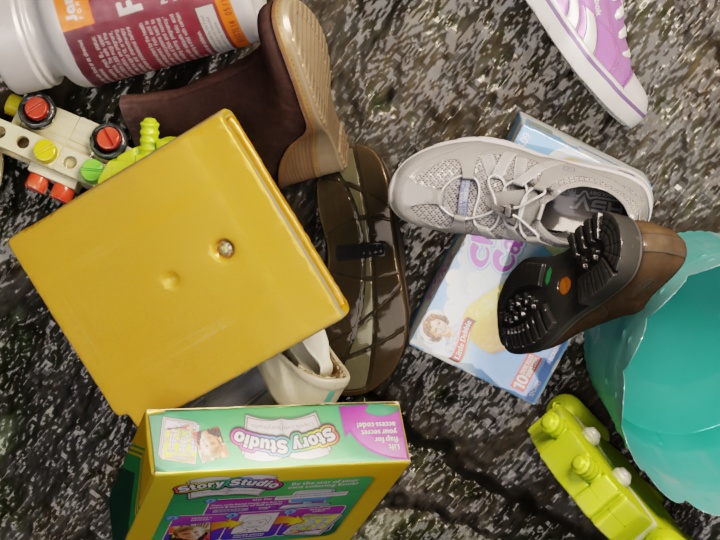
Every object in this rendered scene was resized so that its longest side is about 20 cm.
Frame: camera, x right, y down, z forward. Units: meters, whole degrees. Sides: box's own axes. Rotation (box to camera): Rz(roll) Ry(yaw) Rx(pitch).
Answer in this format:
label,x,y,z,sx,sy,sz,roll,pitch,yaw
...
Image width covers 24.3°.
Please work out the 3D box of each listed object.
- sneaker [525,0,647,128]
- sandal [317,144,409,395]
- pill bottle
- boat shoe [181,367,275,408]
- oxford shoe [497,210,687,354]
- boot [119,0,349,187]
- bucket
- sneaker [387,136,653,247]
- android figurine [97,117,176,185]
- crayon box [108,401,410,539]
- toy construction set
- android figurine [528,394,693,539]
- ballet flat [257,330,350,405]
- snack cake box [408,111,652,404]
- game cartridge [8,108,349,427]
label,x,y,z,sx,sy,sz,roll,pitch,yaw
sneaker,0.187,-0.213,1.270,0.114,0.073,0.201,-33,100,8
sandal,0.000,0.000,1.348,0.082,0.055,0.200,-5,89,14
pill bottle,-0.179,-0.205,1.269,0.200,0.114,0.114,-14,103,6
boat shoe,-0.123,0.120,1.383,0.201,0.070,0.072,-37,75,17
oxford shoe,0.167,0.019,1.224,0.084,0.200,0.073,5,71,-26
boot,-0.104,-0.127,1.261,0.166,0.072,0.200,-1,147,10
bucket,0.276,0.070,1.288,0.207,0.135,0.207,-2,107,-8
sneaker,0.120,-0.056,1.239,0.200,0.082,0.075,2,104,4
android figurine,-0.140,-0.016,1.272,0.182,0.041,0.200,7,104,10
crayon box,-0.083,0.164,1.307,0.200,0.058,0.173,-1,150,-20
toy construction set,-0.251,-0.065,1.322,0.200,0.092,0.131,26,80,-11
android figurine,0.200,0.171,1.303,0.041,0.182,0.200,-41,135,8
ballet flat,-0.071,0.023,1.316,0.069,0.069,0.200,-35,75,11
snack cake box,0.132,-0.010,1.327,0.115,0.067,0.200,25,104,-4
game cartridge,-0.136,0.003,1.241,0.200,0.032,0.176,-28,98,19
